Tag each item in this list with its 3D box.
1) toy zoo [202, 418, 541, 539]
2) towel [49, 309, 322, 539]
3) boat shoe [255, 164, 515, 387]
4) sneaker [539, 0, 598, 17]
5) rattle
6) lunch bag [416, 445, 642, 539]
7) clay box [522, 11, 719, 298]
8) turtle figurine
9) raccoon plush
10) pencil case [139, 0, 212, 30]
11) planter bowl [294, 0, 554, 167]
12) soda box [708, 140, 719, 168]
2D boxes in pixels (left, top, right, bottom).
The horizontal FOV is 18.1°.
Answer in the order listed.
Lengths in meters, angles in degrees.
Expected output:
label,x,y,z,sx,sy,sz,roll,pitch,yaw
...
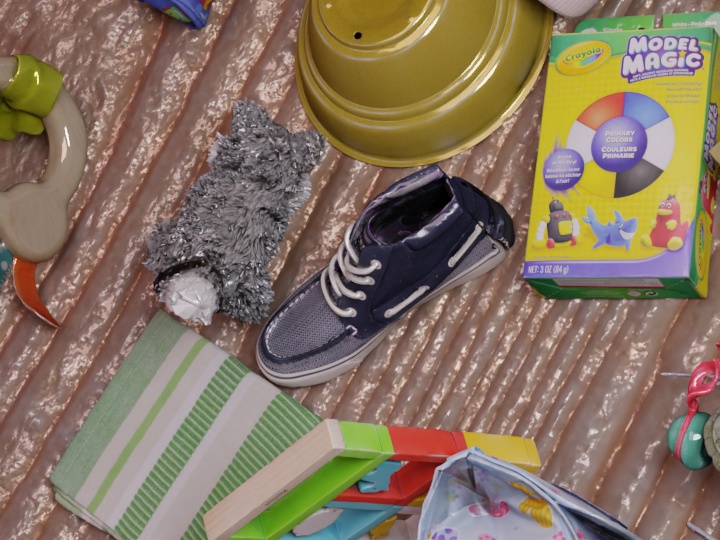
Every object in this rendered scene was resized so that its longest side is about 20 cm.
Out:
label,x,y,z,sx,sy,sz,roll,pitch,yaw
toy zoo,0.019,0.136,1.392,0.131,0.199,0.021,-40,55,39
towel,-0.109,0.136,1.548,0.199,0.023,0.153,31,85,33
boat shoe,0.000,0.000,1.505,0.199,0.093,0.075,-35,60,9
sneaker,0.120,-0.255,1.535,0.105,0.075,0.201,-53,48,34
rattle,-0.279,-0.053,1.678,0.142,0.130,0.201,-6,94,35
lunch bag,0.123,0.203,1.323,0.127,0.170,0.201,-30,60,14
clay box,0.175,-0.083,1.480,0.114,0.048,0.201,-1,71,25
turtle figurine,0.255,0.118,1.340,0.199,0.101,0.151,13,76,23
raccoon plush,-0.073,-0.036,1.518,0.135,0.096,0.200,-62,16,7
pencil case,-0.111,-0.277,1.676,0.087,0.078,0.201,22,81,39
planter bowl,0.027,-0.179,1.568,0.199,0.083,0.202,-9,67,23
soda box,0.318,-0.107,1.409,0.200,0.068,0.064,-42,58,5
